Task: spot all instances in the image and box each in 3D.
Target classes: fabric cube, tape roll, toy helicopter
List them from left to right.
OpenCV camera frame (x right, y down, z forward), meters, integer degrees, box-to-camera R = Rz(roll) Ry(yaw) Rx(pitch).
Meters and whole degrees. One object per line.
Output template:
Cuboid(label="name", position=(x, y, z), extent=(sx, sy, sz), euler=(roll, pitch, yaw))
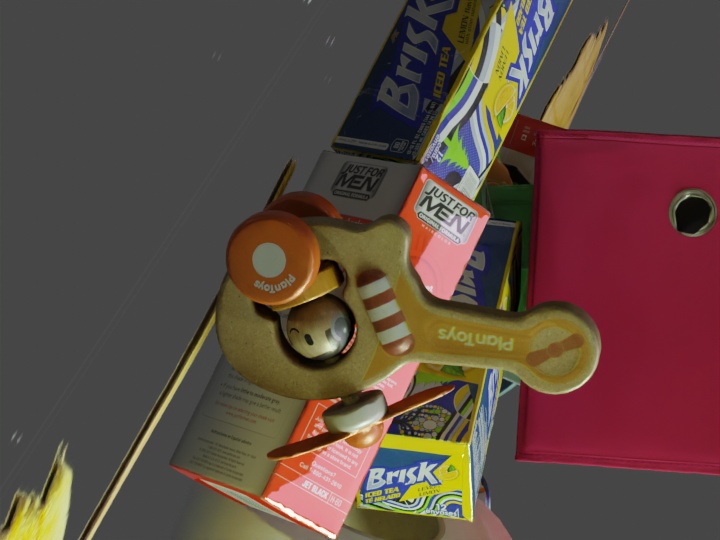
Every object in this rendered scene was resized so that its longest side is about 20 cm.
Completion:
Cuboid(label="tape roll", position=(-0.009, 0.165, 1.499), extent=(0.071, 0.202, 0.202), euler=(-67, 174, 17))
Cuboid(label="toy helicopter", position=(0.023, 0.038, 1.282), extent=(0.079, 0.199, 0.133), euler=(-43, 140, -74))
Cuboid(label="fabric cube", position=(0.206, 0.020, 1.547), extent=(0.200, 0.196, 0.200), euler=(2, 92, -79))

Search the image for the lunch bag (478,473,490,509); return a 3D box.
Cuboid(label="lunch bag", position=(0.031, 0.190, 1.693), extent=(0.200, 0.075, 0.161), euler=(-114, -148, -70))

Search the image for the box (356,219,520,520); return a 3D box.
Cuboid(label="box", position=(0.047, 0.052, 1.472), extent=(0.200, 0.070, 0.064), euler=(-73, 166, -49))

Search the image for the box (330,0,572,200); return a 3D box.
Cuboid(label="box", position=(0.063, -0.133, 1.473), extent=(0.064, 0.070, 0.200), euler=(49, 61, -46))

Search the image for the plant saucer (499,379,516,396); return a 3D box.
Cuboid(label="plant saucer", position=(0.088, 0.009, 1.855), extent=(0.027, 0.200, 0.201), euler=(21, 95, -42))

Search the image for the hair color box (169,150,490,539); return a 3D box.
Cuboid(label="hair color box", position=(-0.017, 0.038, 1.380), extent=(0.101, 0.061, 0.200), euler=(13, -106, 54))

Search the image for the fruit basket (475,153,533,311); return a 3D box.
Cuboid(label="fruit basket", position=(0.074, -0.045, 1.705), extent=(0.185, 0.093, 0.200), euler=(99, -9, -51))

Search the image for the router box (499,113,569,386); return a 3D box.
Cuboid(label="router box", position=(0.105, -0.020, 1.792), extent=(0.049, 0.200, 0.180), euler=(20, 91, -42))
